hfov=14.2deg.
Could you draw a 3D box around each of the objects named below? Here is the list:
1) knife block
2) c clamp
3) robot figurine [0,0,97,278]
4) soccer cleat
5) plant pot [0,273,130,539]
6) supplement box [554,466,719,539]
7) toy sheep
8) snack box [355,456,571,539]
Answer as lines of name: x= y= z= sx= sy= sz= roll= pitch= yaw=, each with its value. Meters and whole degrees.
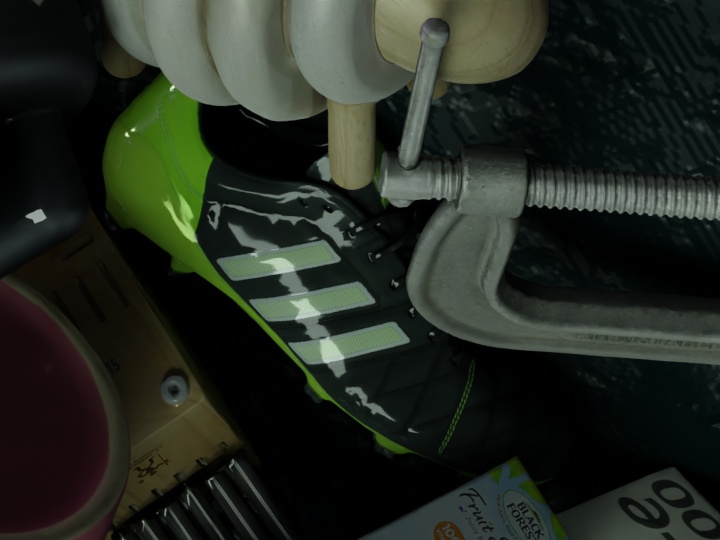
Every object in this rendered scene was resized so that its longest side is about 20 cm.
knife block: x=-0.088 y=0.049 z=1.075 sx=0.200 sy=0.064 sz=0.176 roll=56 pitch=178 yaw=20
c clamp: x=0.096 y=-0.010 z=0.907 sx=0.199 sy=0.027 sz=0.171 roll=7 pitch=149 yaw=-11
robot figurine: x=-0.152 y=-0.091 z=0.866 sx=0.150 sy=0.124 sz=0.201 roll=102 pitch=147 yaw=-78
soccer cleat: x=0.000 y=0.000 z=1.004 sx=0.200 sy=0.068 sz=0.081 roll=37 pitch=120 yaw=-3
plant pot: x=-0.170 y=0.093 z=0.929 sx=0.200 sy=0.200 sz=0.179 roll=36 pitch=125 yaw=-3
supplement box: x=0.112 y=0.191 z=1.050 sx=0.126 sy=0.073 sz=0.201 roll=47 pitch=145 yaw=40
toy sheep: x=-0.031 y=-0.110 z=0.891 sx=0.199 sy=0.138 sz=0.138 roll=23 pitch=132 yaw=19
snack box: x=-0.027 y=0.152 z=1.012 sx=0.053 sy=0.142 sz=0.200 roll=56 pitch=140 yaw=11
